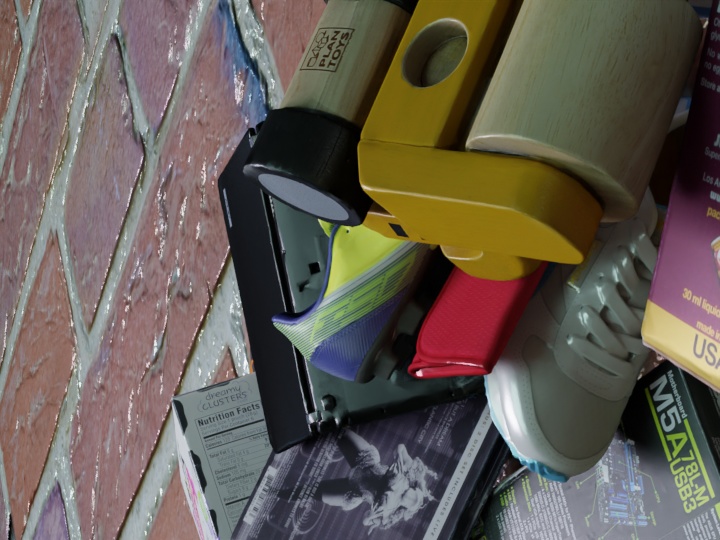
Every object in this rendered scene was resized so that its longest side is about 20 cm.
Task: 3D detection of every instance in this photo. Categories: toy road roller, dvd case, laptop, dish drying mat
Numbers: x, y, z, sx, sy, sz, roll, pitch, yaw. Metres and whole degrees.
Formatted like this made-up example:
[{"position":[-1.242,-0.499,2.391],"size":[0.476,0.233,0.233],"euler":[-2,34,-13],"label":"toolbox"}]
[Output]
[{"position":[0.064,-0.059,0.691],"size":[0.200,0.146,0.123],"euler":[10,71,45],"label":"toy road roller"},{"position":[0.006,0.118,0.938],"size":[0.200,0.016,0.149],"euler":[16,78,58],"label":"dvd case"},{"position":[0.000,0.000,0.930],"size":[0.199,0.103,0.178],"euler":[-16,81,20],"label":"laptop"},{"position":[0.085,-0.036,0.798],"size":[0.200,0.018,0.077],"euler":[-60,20,-18],"label":"dish drying mat"}]

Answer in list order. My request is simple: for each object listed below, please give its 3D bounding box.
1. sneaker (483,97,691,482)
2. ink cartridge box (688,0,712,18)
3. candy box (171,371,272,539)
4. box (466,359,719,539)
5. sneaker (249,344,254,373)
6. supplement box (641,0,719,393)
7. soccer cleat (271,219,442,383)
[{"position":[0.121,0.004,0.779],"size":[0.081,0.076,0.201],"euler":[-14,53,61],"label":"sneaker"},{"position":[0.108,-0.200,0.796],"size":[0.200,0.144,0.085],"euler":[-123,41,-51],"label":"ink cartridge box"},{"position":[-0.071,0.198,1.158],"size":[0.168,0.071,0.200],"euler":[95,156,-62],"label":"candy box"},{"position":[0.132,0.173,0.794],"size":[0.193,0.047,0.201],"euler":[-42,49,37],"label":"box"},{"position":[-0.037,0.055,1.198],"size":[0.200,0.077,0.112],"euler":[161,105,-75],"label":"sneaker"},{"position":[0.199,-0.049,0.605],"size":[0.103,0.130,0.201],"euler":[-142,58,-60],"label":"supplement box"},{"position":[0.019,-0.040,0.823],"size":[0.201,0.084,0.065],"euler":[-65,-9,9],"label":"soccer cleat"}]
